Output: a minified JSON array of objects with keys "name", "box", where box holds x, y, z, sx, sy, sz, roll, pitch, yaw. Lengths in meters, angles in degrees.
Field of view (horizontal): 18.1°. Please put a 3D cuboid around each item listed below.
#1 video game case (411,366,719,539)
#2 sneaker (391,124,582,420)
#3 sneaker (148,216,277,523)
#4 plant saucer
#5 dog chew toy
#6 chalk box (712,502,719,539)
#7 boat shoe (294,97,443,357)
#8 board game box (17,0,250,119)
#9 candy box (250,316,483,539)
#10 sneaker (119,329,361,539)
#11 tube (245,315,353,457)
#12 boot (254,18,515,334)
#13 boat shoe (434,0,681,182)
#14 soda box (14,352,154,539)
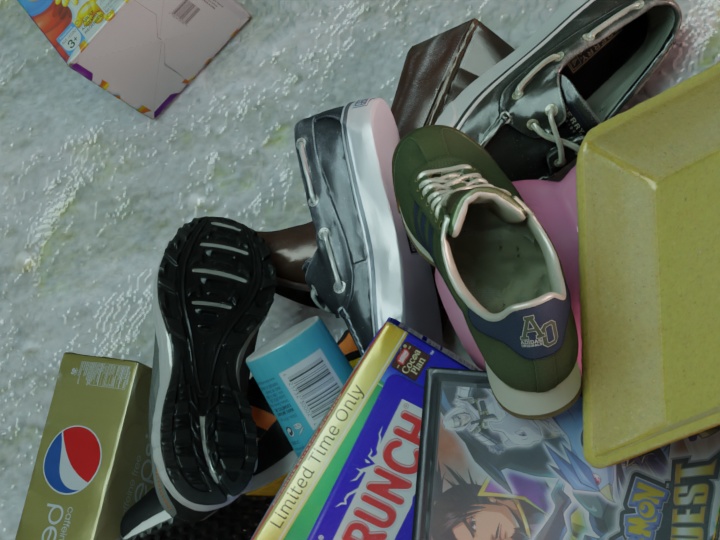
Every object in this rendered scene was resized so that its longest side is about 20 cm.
[{"name":"video game case","box":[0.117,0.158,1.208,0.180,0.026,0.200,5,87,0]},{"name":"sneaker","box":[0.067,-0.023,1.204,0.067,0.090,0.200,-19,53,-6]},{"name":"sneaker","box":[-0.098,0.058,1.365,0.079,0.074,0.200,124,154,-59]},{"name":"plant saucer","box":[0.198,-0.011,1.158,0.200,0.048,0.200,-27,53,44]},{"name":"dog chew toy","box":[0.145,-0.013,1.301,0.200,0.125,0.125,-27,60,11]},{"name":"chalk box","box":[0.268,0.116,1.175,0.124,0.124,0.200,5,74,33]},{"name":"boat shoe","box":[0.000,0.000,1.347,0.068,0.072,0.200,-13,85,20]},{"name":"board game box","box":[-0.188,-0.217,1.579,0.103,0.105,0.200,-46,55,8]},{"name":"candy box","box":[0.056,0.147,1.259,0.200,0.077,0.169,31,89,2]},{"name":"sneaker","box":[-0.065,0.110,1.410,0.200,0.070,0.090,-28,53,14]},{"name":"tube","box":[0.004,0.124,1.325,0.077,0.050,0.200,-27,96,24]},{"name":"boot","box":[0.007,-0.071,1.432,0.186,0.064,0.200,18,84,21]},{"name":"boat shoe","box":[0.111,-0.097,1.354,0.200,0.071,0.064,-48,33,-8]},{"name":"soda box","box":[-0.172,0.158,1.449,0.064,0.068,0.200,6,75,32]}]
